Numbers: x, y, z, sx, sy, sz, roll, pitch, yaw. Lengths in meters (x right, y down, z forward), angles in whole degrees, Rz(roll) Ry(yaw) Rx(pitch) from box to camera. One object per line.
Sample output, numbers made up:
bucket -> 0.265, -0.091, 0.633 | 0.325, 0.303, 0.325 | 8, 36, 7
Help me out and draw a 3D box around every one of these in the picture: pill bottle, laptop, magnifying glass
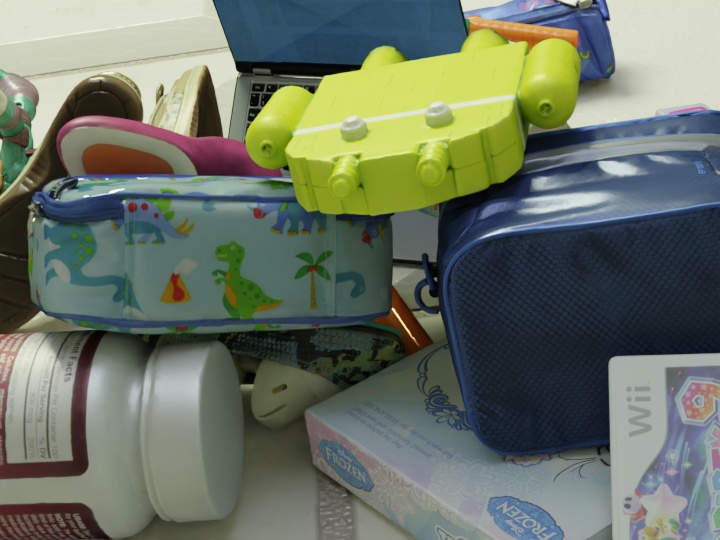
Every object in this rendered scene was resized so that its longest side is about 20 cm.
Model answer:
pill bottle -> -0.170, 0.090, 0.968 | 0.198, 0.115, 0.114 | -3, 30, 10
laptop -> -0.026, -0.117, 1.181 | 0.185, 0.202, 0.116 | 5, -8, 24
magnifying glass -> 0.000, 0.000, 1.120 | 0.022, 0.080, 0.200 | 2, 33, -27
magnifying glass -> 0.057, -0.173, 1.269 | 0.198, 0.023, 0.080 | 5, 1, 2

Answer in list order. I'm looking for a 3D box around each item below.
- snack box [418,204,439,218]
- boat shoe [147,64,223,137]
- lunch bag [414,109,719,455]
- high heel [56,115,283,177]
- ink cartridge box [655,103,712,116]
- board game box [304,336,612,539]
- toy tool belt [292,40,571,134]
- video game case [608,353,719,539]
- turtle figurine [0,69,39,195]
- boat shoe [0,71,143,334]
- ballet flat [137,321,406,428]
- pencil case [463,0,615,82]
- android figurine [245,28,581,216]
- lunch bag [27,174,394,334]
snack box -> 0.086, -0.038, 1.074 | 0.198, 0.037, 0.116 | 21, 5, -4
boat shoe -> -0.144, -0.091, 1.321 | 0.062, 0.074, 0.201 | -8, 32, 11
lunch bag -> 0.125, 0.003, 0.930 | 0.198, 0.137, 0.133 | -6, 28, 8
high heel -> -0.122, -0.069, 1.117 | 0.067, 0.199, 0.097 | -42, 49, 16
ink cartridge box -> 0.229, -0.006, 1.022 | 0.042, 0.120, 0.200 | -10, 28, -13
board game box -> 0.106, 0.089, 0.967 | 0.198, 0.044, 0.199 | -25, 33, -29
toy tool belt -> 0.060, -0.104, 1.274 | 0.198, 0.126, 0.123 | 8, -6, 23
video game case -> 0.218, 0.109, 0.833 | 0.198, 0.145, 0.018 | -2, -15, 12
turtle figurine -> -0.267, -0.064, 1.282 | 0.100, 0.150, 0.200 | 28, 20, -18
boat shoe -> -0.204, -0.043, 1.182 | 0.201, 0.071, 0.076 | -52, 10, 10
ballet flat -> -0.068, 0.061, 1.052 | 0.198, 0.075, 0.074 | 3, 31, 27
pencil case -> 0.106, -0.175, 1.391 | 0.198, 0.087, 0.079 | -12, 62, -4
android figurine -> 0.028, -0.082, 0.946 | 0.180, 0.041, 0.200 | -7, 23, 15
lunch bag -> -0.088, -0.012, 0.999 | 0.198, 0.083, 0.161 | 0, 4, -14
